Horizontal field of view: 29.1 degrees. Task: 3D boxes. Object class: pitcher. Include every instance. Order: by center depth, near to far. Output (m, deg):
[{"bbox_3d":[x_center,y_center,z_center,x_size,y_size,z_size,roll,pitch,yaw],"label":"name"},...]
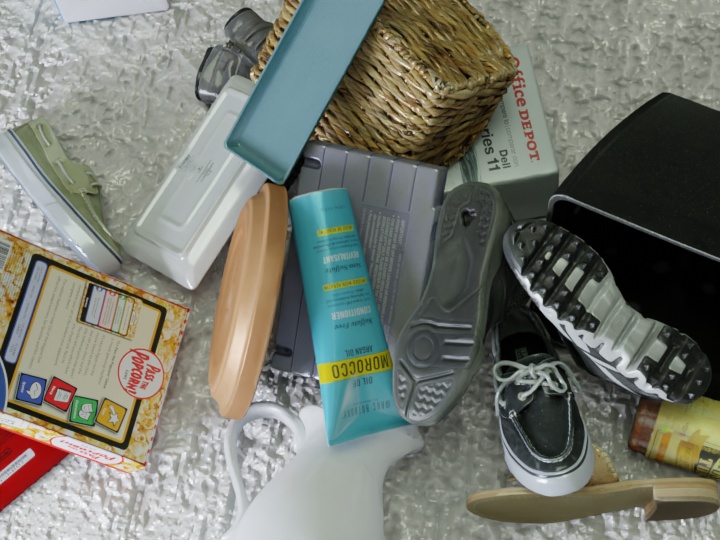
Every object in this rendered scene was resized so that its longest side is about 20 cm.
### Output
[{"bbox_3d":[-0.056,0.202,1.136,0.170,0.122,0.201,8,55,21],"label":"pitcher"}]

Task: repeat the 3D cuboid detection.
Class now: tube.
[{"bbox_3d":[-0.014,0.036,1.126,0.077,0.050,0.202,-11,85,-20],"label":"tube"}]

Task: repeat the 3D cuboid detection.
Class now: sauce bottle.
[{"bbox_3d":[0.323,0.149,1.146,0.198,0.066,0.066,16,67,15],"label":"sauce bottle"}]

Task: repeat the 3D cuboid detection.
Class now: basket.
[{"bbox_3d":[0.024,-0.178,1.236,0.200,0.149,0.142,46,41,21],"label":"basket"}]

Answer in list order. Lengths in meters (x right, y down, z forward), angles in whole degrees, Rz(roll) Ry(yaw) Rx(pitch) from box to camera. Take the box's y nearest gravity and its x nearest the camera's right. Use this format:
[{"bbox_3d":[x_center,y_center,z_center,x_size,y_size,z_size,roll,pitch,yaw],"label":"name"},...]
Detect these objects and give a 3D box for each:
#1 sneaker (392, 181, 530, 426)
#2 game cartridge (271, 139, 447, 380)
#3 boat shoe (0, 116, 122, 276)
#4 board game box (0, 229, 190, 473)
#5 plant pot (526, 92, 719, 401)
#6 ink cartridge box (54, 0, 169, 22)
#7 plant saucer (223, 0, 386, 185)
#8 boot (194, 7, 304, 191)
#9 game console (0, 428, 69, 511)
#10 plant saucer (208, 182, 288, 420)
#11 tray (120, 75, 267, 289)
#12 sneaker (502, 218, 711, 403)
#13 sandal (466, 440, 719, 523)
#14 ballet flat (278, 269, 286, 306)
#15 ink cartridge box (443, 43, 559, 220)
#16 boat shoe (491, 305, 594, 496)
[{"bbox_3d":[0.090,0.039,1.140,0.076,0.114,0.201,7,73,30],"label":"sneaker"},{"bbox_3d":[0.000,0.000,1.173,0.129,0.038,0.202,13,101,15],"label":"game cartridge"},{"bbox_3d":[-0.277,-0.076,1.306,0.062,0.072,0.200,-38,64,-10],"label":"boat shoe"},{"bbox_3d":[-0.259,0.069,1.190,0.199,0.046,0.153,25,63,-23],"label":"board game box"},{"bbox_3d":[0.275,-0.028,1.174,0.199,0.200,0.178,24,58,16],"label":"plant pot"},{"bbox_3d":[-0.263,-0.365,1.443,0.115,0.067,0.202,-7,64,3],"label":"ink cartridge box"},{"bbox_3d":[-0.040,-0.173,1.153,0.070,0.019,0.201,34,99,23],"label":"plant saucer"},{"bbox_3d":[-0.109,-0.152,1.338,0.131,0.070,0.201,20,69,26],"label":"boot"},{"bbox_3d":[-0.356,0.126,1.247,0.200,0.119,0.173,-40,99,-13],"label":"game console"},{"bbox_3d":[-0.098,0.024,1.170,0.032,0.200,0.202,11,64,-12],"label":"plant saucer"},{"bbox_3d":[-0.138,-0.088,1.269,0.107,0.022,0.201,26,79,36],"label":"tray"},{"bbox_3d":[0.184,0.040,1.116,0.200,0.090,0.067,40,70,-3],"label":"sneaker"},{"bbox_3d":[0.189,0.166,1.149,0.210,0.078,0.070,1,62,-4],"label":"sandal"},{"bbox_3d":[0.015,0.055,1.229,0.199,0.072,0.072,25,69,18],"label":"ballet flat"},{"bbox_3d":[0.075,-0.116,1.284,0.198,0.083,0.148,-11,65,-1],"label":"ink cartridge box"},{"bbox_3d":[0.144,0.098,1.137,0.073,0.068,0.200,-11,35,8],"label":"boat shoe"}]
